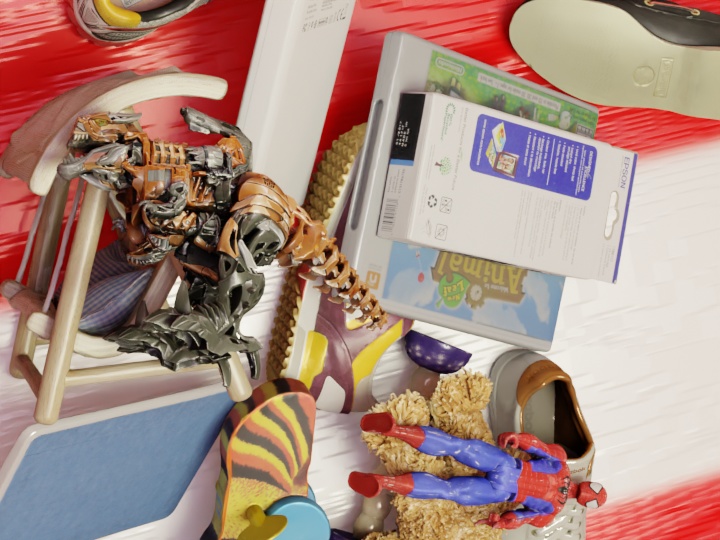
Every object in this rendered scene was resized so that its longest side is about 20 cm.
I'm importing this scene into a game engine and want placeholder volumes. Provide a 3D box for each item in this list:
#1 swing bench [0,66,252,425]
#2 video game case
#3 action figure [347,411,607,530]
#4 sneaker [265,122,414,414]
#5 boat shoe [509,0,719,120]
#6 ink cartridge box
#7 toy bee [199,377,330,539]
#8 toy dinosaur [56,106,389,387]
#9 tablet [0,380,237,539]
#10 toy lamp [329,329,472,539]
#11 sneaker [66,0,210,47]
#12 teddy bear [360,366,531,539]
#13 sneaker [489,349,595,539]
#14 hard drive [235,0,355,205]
[{"bbox_3d":[-0.158,-0.024,1.114,0.129,0.199,0.201,-6,96,-16],"label":"swing bench"},{"bbox_3d":[0.077,-0.050,1.231,0.199,0.022,0.183,15,85,-40],"label":"video game case"},{"bbox_3d":[0.087,0.137,1.176,0.199,0.052,0.066,14,83,-36],"label":"action figure"},{"bbox_3d":[0.000,0.000,1.234,0.090,0.075,0.201,14,99,-18],"label":"sneaker"},{"bbox_3d":[0.203,-0.159,1.286,0.200,0.063,0.074,12,123,-5],"label":"boat shoe"},{"bbox_3d":[0.104,-0.053,1.214,0.199,0.039,0.100,13,86,-38],"label":"ink cartridge box"},{"bbox_3d":[-0.074,0.177,1.184,0.108,0.131,0.201,-7,83,-12],"label":"toy bee"},{"bbox_3d":[-0.076,-0.015,0.993,0.199,0.102,0.136,20,72,3],"label":"toy dinosaur"},{"bbox_3d":[-0.164,0.130,1.137,0.200,0.014,0.130,-9,136,-53],"label":"tablet"},{"bbox_3d":[0.021,0.143,1.258,0.058,0.058,0.201,20,90,-17],"label":"toy lamp"},{"bbox_3d":[-0.099,-0.212,1.176,0.200,0.082,0.078,-38,104,-11],"label":"sneaker"},{"bbox_3d":[0.060,0.165,1.217,0.144,0.067,0.201,-3,103,-39],"label":"teddy bear"},{"bbox_3d":[0.132,0.161,1.279,0.072,0.085,0.201,-11,99,-17],"label":"sneaker"},{"bbox_3d":[-0.043,-0.128,1.153,0.027,0.132,0.201,19,108,12],"label":"hard drive"}]
